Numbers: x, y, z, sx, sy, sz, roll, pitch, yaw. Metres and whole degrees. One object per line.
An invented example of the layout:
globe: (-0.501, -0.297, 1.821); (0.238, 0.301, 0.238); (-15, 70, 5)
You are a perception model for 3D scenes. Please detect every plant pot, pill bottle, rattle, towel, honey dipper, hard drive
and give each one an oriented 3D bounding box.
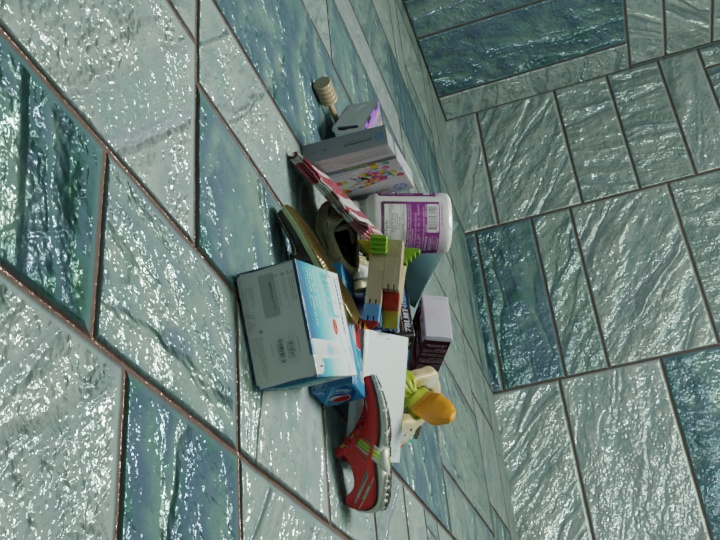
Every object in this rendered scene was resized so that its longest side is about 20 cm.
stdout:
plant pot: (0.103, -0.041, 1.957); (0.202, 0.134, 0.200); (-62, 175, -10)
pill bottle: (0.066, -0.087, 1.715); (0.112, 0.197, 0.114); (180, -90, -87)
rattle: (0.106, 0.275, 1.576); (0.130, 0.142, 0.202); (-24, 133, -48)
towel: (-0.025, -0.110, 1.513); (0.200, 0.023, 0.144); (48, 8, 24)
honey dipper: (-0.047, -0.299, 1.852); (0.201, 0.037, 0.038); (67, 15, -46)
hard drive: (0.027, 0.201, 1.463); (0.131, 0.026, 0.203); (16, 76, -54)

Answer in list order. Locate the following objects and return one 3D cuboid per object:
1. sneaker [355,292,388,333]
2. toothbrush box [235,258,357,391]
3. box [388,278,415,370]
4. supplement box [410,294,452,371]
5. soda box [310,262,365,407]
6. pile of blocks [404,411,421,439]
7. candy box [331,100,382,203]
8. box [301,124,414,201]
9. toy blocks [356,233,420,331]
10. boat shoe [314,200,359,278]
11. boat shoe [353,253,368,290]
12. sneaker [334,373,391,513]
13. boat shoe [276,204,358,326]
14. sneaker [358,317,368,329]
sneaker: (0.022, 0.088, 1.620); (0.200, 0.088, 0.080); (46, 34, -67)
toothbrush box: (-0.079, 0.075, 1.201); (0.200, 0.084, 0.149); (28, 50, -75)
box: (0.066, 0.085, 1.792); (0.201, 0.049, 0.201); (91, -5, -59)
supplement box: (0.136, 0.156, 1.927); (0.201, 0.060, 0.110); (105, -13, -48)
soda box: (-0.041, 0.095, 1.383); (0.064, 0.067, 0.202); (55, 25, -58)
pile of blocks: (0.064, 0.230, 1.675); (0.201, 0.081, 0.063); (63, 18, -45)
candy box: (0.008, -0.215, 1.840); (0.168, 0.070, 0.203); (-67, 150, -63)
box: (-0.001, -0.185, 1.655); (0.200, 0.154, 0.042); (46, 35, -68)
toy blocks: (0.039, 0.033, 1.458); (0.200, 0.098, 0.139); (64, 32, -79)
boat shoe: (-0.030, -0.054, 1.525); (0.071, 0.065, 0.202); (24, 38, -24)
boat shoe: (0.000, 0.000, 1.650); (0.200, 0.074, 0.069); (3, 71, -82)
sneaker: (0.004, 0.254, 1.364); (0.077, 0.084, 0.203); (71, 19, -78)
boat shoe: (-0.076, 0.000, 1.338); (0.202, 0.064, 0.073); (60, 9, 11)
sneaker: (-0.004, 0.116, 1.510); (0.079, 0.076, 0.202); (-83, 155, -54)
